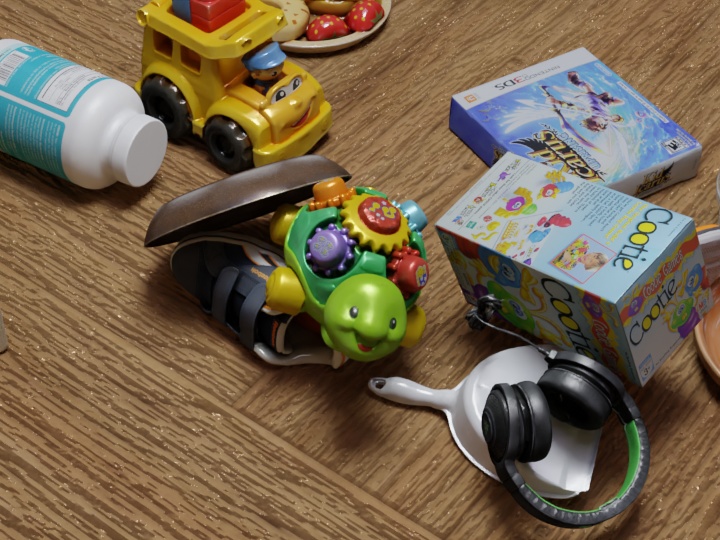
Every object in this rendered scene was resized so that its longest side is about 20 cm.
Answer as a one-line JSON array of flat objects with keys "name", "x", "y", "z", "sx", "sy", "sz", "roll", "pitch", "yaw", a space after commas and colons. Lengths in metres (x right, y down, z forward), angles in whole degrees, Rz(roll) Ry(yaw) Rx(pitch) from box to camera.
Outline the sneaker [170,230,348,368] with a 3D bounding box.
[{"name": "sneaker", "x": -0.087, "y": 0.027, "z": 1.207, "sx": 0.198, "sy": 0.079, "sz": 0.080, "roll": 17, "pitch": 40, "yaw": 13}]

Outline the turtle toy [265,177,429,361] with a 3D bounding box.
[{"name": "turtle toy", "x": 0.000, "y": 0.000, "z": 1.140, "sx": 0.145, "sy": 0.101, "sz": 0.201, "roll": 16, "pitch": 45, "yaw": -15}]

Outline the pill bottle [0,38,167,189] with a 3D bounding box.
[{"name": "pill bottle", "x": -0.292, "y": -0.150, "z": 1.359, "sx": 0.199, "sy": 0.111, "sz": 0.111, "roll": 24, "pitch": 48, "yaw": 21}]

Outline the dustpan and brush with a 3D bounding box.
[{"name": "dustpan and brush", "x": 0.103, "y": 0.112, "z": 1.152, "sx": 0.198, "sy": 0.057, "sz": 0.140, "roll": 17, "pitch": 57, "yaw": 6}]

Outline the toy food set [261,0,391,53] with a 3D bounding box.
[{"name": "toy food set", "x": -0.063, "y": -0.323, "z": 1.593, "sx": 0.198, "sy": 0.049, "sz": 0.199, "roll": 0, "pitch": 44, "yaw": -2}]

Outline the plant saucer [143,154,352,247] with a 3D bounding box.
[{"name": "plant saucer", "x": -0.106, "y": -0.066, "z": 1.238, "sx": 0.199, "sy": 0.200, "sz": 0.032, "roll": -19, "pitch": 89, "yaw": -21}]

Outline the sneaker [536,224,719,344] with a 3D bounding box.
[{"name": "sneaker", "x": 0.231, "y": -0.011, "z": 1.238, "sx": 0.199, "sy": 0.078, "sz": 0.112, "roll": -24, "pitch": 46, "yaw": -6}]

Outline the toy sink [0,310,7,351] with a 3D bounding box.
[{"name": "toy sink", "x": -0.391, "y": -0.007, "z": 1.142, "sx": 0.130, "sy": 0.201, "sz": 0.112, "roll": -28, "pitch": 51, "yaw": -27}]

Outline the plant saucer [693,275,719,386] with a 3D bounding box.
[{"name": "plant saucer", "x": 0.393, "y": 0.071, "z": 1.209, "sx": 0.198, "sy": 0.038, "sz": 0.201, "roll": 2, "pitch": 44, "yaw": -2}]

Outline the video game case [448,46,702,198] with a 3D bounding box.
[{"name": "video game case", "x": 0.220, "y": -0.141, "z": 1.418, "sx": 0.180, "sy": 0.046, "sz": 0.200, "roll": -23, "pitch": 50, "yaw": -23}]

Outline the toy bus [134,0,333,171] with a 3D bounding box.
[{"name": "toy bus", "x": -0.130, "y": -0.224, "z": 1.387, "sx": 0.199, "sy": 0.193, "sz": 0.136, "roll": 31, "pitch": 49, "yaw": 25}]

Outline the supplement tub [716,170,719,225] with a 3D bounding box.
[{"name": "supplement tub", "x": 0.415, "y": -0.106, "z": 1.275, "sx": 0.144, "sy": 0.201, "sz": 0.146, "roll": 1, "pitch": 43, "yaw": -1}]

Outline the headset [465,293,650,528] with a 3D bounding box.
[{"name": "headset", "x": 0.145, "y": 0.110, "z": 1.092, "sx": 0.123, "sy": 0.094, "sz": 0.201, "roll": -25, "pitch": 80, "yaw": -19}]

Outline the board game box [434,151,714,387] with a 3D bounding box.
[{"name": "board game box", "x": 0.177, "y": -0.005, "z": 1.140, "sx": 0.105, "sy": 0.103, "sz": 0.199, "roll": -43, "pitch": 43, "yaw": -20}]
